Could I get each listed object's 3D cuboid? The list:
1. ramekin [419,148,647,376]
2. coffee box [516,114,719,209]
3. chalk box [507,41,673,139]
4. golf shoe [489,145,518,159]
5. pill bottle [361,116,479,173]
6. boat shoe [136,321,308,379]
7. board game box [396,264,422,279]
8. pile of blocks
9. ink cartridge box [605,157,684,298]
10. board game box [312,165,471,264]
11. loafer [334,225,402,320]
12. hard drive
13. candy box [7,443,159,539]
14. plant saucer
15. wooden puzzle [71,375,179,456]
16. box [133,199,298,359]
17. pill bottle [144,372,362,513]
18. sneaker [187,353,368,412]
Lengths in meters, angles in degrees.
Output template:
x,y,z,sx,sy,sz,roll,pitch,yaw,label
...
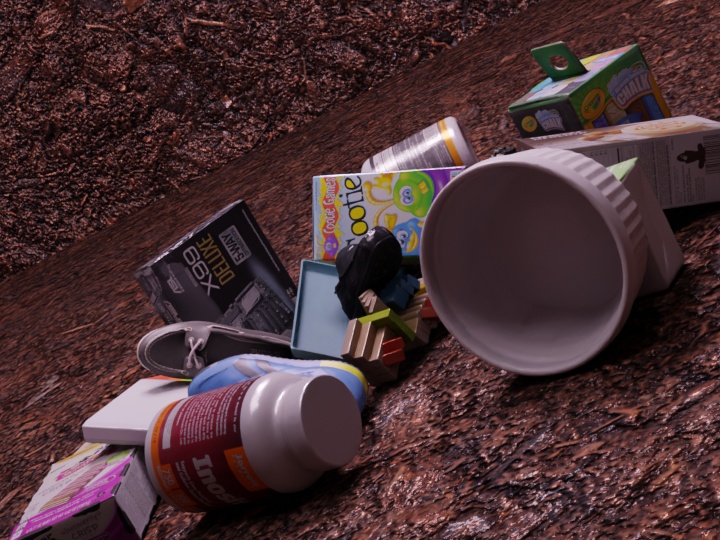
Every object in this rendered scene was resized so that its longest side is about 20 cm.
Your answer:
x,y,z,sx,sy,sz,roll,pitch,yaw,label
0.164,-0.015,1.254,0.199,0.201,0.105,-19,8,35,ramekin
0.275,-0.107,1.455,0.198,0.080,0.114,-8,12,-4,coffee box
0.266,-0.175,1.595,0.124,0.201,0.125,-35,15,-25,chalk box
0.154,-0.073,1.540,0.077,0.089,0.200,3,24,35,golf shoe
0.072,-0.128,1.998,0.199,0.117,0.116,-27,14,10,pill bottle
-0.152,0.093,1.582,0.199,0.067,0.057,5,-5,-23,boat shoe
0.011,0.025,1.750,0.199,0.028,0.135,-13,21,47,board game box
0.051,0.044,1.487,0.062,0.082,0.200,-19,16,35,pile of blocks
0.196,-0.018,1.346,0.199,0.118,0.067,-19,16,34,ink cartridge box
0.053,-0.061,1.643,0.199,0.104,0.105,-2,-5,28,board game box
0.000,0.000,1.557,0.068,0.070,0.201,-38,-15,-19,loafer
-0.184,0.156,1.516,0.199,0.027,0.132,0,19,24,hard drive
-0.285,0.245,1.483,0.136,0.061,0.200,-26,13,9,candy box
-0.044,0.049,1.649,0.069,0.019,0.200,12,31,-5,plant saucer
-0.260,0.172,1.752,0.199,0.037,0.185,-21,16,30,wooden puzzle
-0.154,0.041,1.660,0.158,0.201,0.050,-38,12,-35,box
-0.100,0.160,1.310,0.199,0.113,0.113,-19,17,37,pill bottle
-0.093,0.131,1.404,0.199,0.066,0.078,-1,24,20,sneaker
